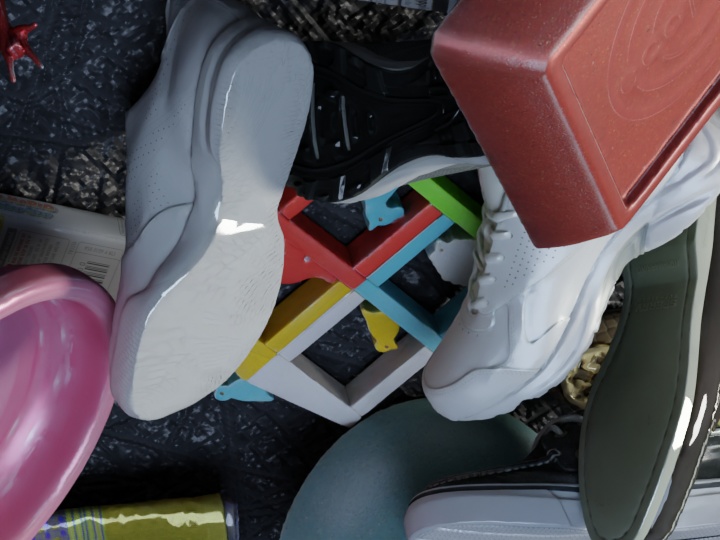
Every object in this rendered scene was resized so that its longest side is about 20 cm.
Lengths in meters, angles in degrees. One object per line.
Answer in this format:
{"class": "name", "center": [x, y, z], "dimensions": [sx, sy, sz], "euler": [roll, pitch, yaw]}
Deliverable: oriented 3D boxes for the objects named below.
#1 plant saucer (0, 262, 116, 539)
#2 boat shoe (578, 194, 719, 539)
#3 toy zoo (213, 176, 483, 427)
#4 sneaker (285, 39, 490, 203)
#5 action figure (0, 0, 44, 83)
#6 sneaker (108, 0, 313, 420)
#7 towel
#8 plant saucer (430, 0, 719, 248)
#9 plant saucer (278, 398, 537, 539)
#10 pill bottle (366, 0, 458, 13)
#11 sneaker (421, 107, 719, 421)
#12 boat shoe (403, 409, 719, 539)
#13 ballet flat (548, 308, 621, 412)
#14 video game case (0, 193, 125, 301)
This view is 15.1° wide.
{"class": "plant saucer", "center": [-0.192, 0.076, 1.233], "dimensions": [0.201, 0.051, 0.201], "euler": [-43, 155, -26]}
{"class": "boat shoe", "center": [0.156, 0.042, 1.305], "dimensions": [0.061, 0.072, 0.201], "euler": [18, 79, -35]}
{"class": "toy zoo", "center": [0.000, 0.000, 1.321], "dimensions": [0.200, 0.020, 0.131], "euler": [-40, 126, 17]}
{"class": "sneaker", "center": [0.035, -0.070, 1.195], "dimensions": [0.079, 0.200, 0.074], "euler": [-3, 89, -45]}
{"class": "action figure", "center": [-0.214, -0.105, 1.137], "dimensions": [0.200, 0.099, 0.065], "euler": [-29, 143, 7]}
{"class": "sneaker", "center": [-0.081, -0.032, 1.232], "dimensions": [0.075, 0.088, 0.200], "euler": [-3, 119, -44]}
{"class": "towel", "center": [-0.157, 0.172, 1.402], "dimensions": [0.200, 0.023, 0.144], "euler": [-6, 141, -9]}
{"class": "plant saucer", "center": [0.123, -0.113, 1.076], "dimensions": [0.200, 0.037, 0.200], "euler": [-51, 153, -9]}
{"class": "plant saucer", "center": [0.051, 0.164, 1.372], "dimensions": [0.201, 0.039, 0.201], "euler": [1, 88, -31]}
{"class": "pill bottle", "center": [0.006, -0.167, 1.101], "dimensions": [0.200, 0.116, 0.116], "euler": [8, 127, 1]}
{"class": "sneaker", "center": [0.080, -0.020, 1.274], "dimensions": [0.099, 0.078, 0.200], "euler": [31, 105, -25]}
{"class": "boat shoe", "center": [0.112, 0.106, 1.351], "dimensions": [0.200, 0.071, 0.072], "euler": [-1, 156, -23]}
{"class": "ballet flat", "center": [0.183, 0.068, 1.404], "dimensions": [0.200, 0.046, 0.067], "euler": [17, 122, -25]}
{"class": "video game case", "center": [-0.220, 0.041, 1.300], "dimensions": [0.182, 0.023, 0.200], "euler": [11, 125, -22]}
